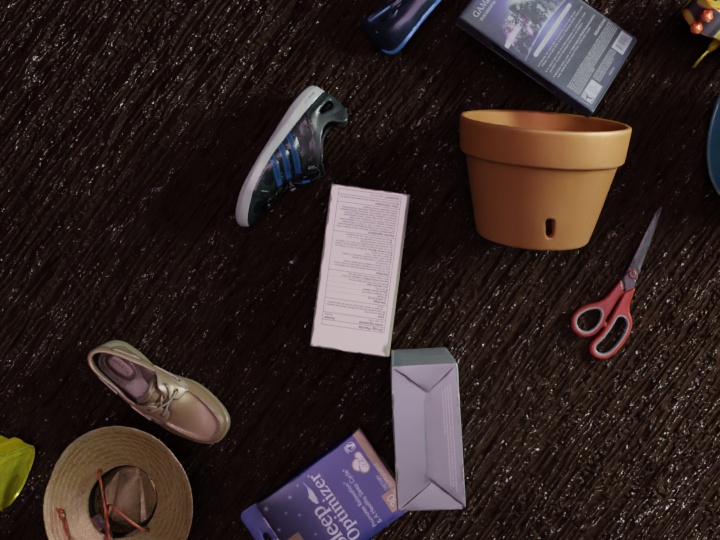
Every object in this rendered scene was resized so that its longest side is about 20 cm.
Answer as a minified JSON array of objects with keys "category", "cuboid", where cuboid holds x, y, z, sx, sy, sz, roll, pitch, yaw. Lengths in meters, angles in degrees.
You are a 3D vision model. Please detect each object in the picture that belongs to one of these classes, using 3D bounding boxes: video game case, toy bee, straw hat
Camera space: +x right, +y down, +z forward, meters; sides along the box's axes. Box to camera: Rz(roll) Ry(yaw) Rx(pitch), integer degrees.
[{"category":"video game case","cuboid":[0.233,-0.296,1.077,0.199,0.019,0.143,35,64,2]},{"category":"toy bee","cuboid":[0.430,-0.302,1.056,0.197,0.109,0.132,17,135,10]},{"category":"straw hat","cuboid":[-0.292,0.284,1.092,0.198,0.085,0.205,0,92,8]}]

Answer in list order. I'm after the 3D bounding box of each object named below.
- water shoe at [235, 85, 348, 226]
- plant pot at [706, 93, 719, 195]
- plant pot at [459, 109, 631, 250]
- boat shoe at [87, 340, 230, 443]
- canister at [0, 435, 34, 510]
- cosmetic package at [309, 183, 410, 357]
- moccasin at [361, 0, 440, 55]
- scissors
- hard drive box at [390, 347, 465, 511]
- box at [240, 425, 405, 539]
[{"category":"water shoe","cuboid":[-0.085,-0.133,1.093,0.078,0.072,0.202,31,91,0]},{"category":"plant pot","cuboid":[0.547,-0.158,1.018,0.185,0.200,0.203,10,90,-12]},{"category":"plant pot","cuboid":[0.210,-0.109,1.032,0.197,0.200,0.142,5,106,2]},{"category":"boat shoe","cuboid":[-0.258,0.160,1.101,0.198,0.065,0.072,30,91,2]},{"category":"canister","cuboid":[-0.528,0.225,1.072,0.197,0.149,0.088,22,91,4]},{"category":"cosmetic package","cuboid":[0.000,0.000,1.088,0.103,0.071,0.203,9,90,2]},{"category":"moccasin","cuboid":[0.078,-0.364,1.081,0.068,0.080,0.201,38,90,-10]},{"category":"scissors","cuboid":[0.345,0.019,1.106,0.073,0.014,0.201,38,90,4]},{"category":"hard drive box","cuboid":[0.076,0.178,1.021,0.075,0.200,0.159,-3,89,3]},{"category":"box","cuboid":[-0.046,0.307,1.110,0.199,0.032,0.122,-36,89,3]}]
